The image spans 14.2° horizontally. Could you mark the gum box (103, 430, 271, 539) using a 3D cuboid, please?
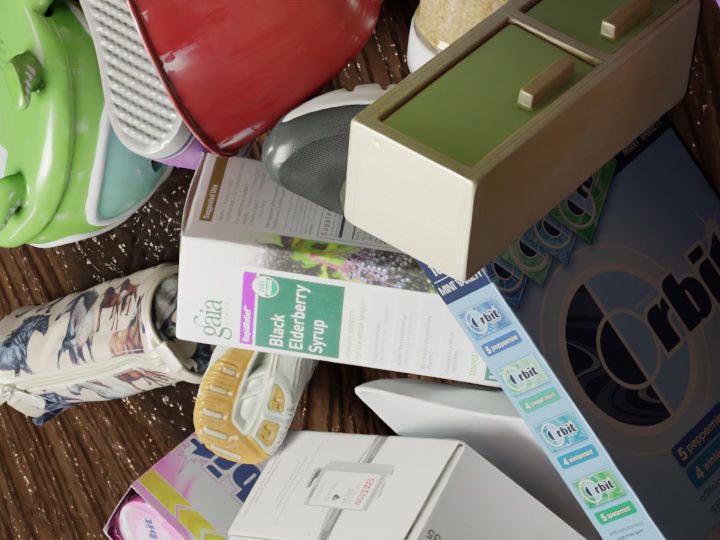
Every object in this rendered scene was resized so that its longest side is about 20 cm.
[{"bbox_3d":[-0.050,0.190,1.850,0.200,0.113,0.066,43,140,9],"label":"gum box"}]

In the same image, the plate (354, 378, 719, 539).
[{"bbox_3d":[0.122,0.121,1.640,0.199,0.032,0.200,8,151,48],"label":"plate"}]

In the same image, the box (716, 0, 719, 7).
[{"bbox_3d":[0.268,-0.118,1.362,0.200,0.039,0.137,-16,107,49],"label":"box"}]

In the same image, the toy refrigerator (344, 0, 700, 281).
[{"bbox_3d":[0.082,-0.084,1.440,0.076,0.200,0.070,29,136,26],"label":"toy refrigerator"}]

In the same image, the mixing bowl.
[{"bbox_3d":[-0.053,-0.171,1.541,0.108,0.200,0.201,-17,111,12],"label":"mixing bowl"}]

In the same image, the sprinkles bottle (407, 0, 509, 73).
[{"bbox_3d":[0.069,-0.180,1.484,0.068,0.068,0.201,31,137,22],"label":"sprinkles bottle"}]

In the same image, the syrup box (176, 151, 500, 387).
[{"bbox_3d":[0.000,0.000,1.614,0.199,0.082,0.079,8,131,2],"label":"syrup box"}]

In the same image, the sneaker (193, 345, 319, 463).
[{"bbox_3d":[-0.045,0.017,1.745,0.075,0.088,0.201,27,116,-3],"label":"sneaker"}]

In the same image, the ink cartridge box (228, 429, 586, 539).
[{"bbox_3d":[0.038,0.167,1.704,0.146,0.083,0.200,39,160,-25],"label":"ink cartridge box"}]

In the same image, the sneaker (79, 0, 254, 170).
[{"bbox_3d":[-0.106,-0.154,1.672,0.072,0.114,0.202,-13,78,31],"label":"sneaker"}]

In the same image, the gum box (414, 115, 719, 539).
[{"bbox_3d":[0.143,0.028,1.494,0.044,0.170,0.200,-28,98,50],"label":"gum box"}]

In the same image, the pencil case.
[{"bbox_3d":[-0.159,0.048,1.865,0.199,0.090,0.078,-14,124,48],"label":"pencil case"}]

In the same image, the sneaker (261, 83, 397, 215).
[{"bbox_3d":[0.045,-0.038,1.534,0.199,0.085,0.075,10,138,-10],"label":"sneaker"}]

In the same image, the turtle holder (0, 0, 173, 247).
[{"bbox_3d":[-0.180,-0.108,1.730,0.141,0.131,0.187,-10,84,55],"label":"turtle holder"}]
